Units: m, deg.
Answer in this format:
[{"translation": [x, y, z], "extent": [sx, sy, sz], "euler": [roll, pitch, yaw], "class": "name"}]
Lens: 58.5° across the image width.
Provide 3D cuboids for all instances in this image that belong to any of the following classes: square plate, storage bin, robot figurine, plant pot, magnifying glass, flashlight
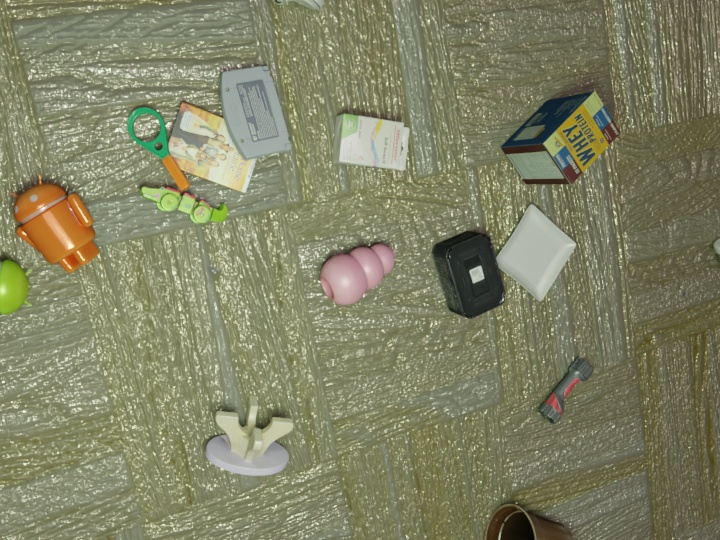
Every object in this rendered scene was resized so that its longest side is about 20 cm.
[{"translation": [0.486, -0.049, 1.797], "extent": [0.199, 0.028, 0.199], "euler": [36, 85, -20], "class": "square plate"}, {"translation": [0.287, 0.010, 1.699], "extent": [0.134, 0.094, 0.202], "euler": [-22, 105, -15], "class": "storage bin"}, {"translation": [-0.639, -0.094, 1.341], "extent": [0.117, 0.143, 0.201], "euler": [-42, 111, -33], "class": "robot figurine"}, {"translation": [0.493, 0.788, 1.834], "extent": [0.197, 0.200, 0.202], "euler": [21, 90, -28], "class": "plant pot"}, {"translation": [-0.777, 0.033, 1.308], "extent": [0.198, 0.116, 0.178], "euler": [2, 92, -20], "class": "robot figurine"}, {"translation": [-0.439, -0.266, 1.414], "extent": [0.079, 0.022, 0.201], "euler": [-32, 91, -1], "class": "magnifying glass"}, {"translation": [0.603, 0.353, 1.874], "extent": [0.200, 0.068, 0.068], "euler": [-46, 135, -10], "class": "flashlight"}]

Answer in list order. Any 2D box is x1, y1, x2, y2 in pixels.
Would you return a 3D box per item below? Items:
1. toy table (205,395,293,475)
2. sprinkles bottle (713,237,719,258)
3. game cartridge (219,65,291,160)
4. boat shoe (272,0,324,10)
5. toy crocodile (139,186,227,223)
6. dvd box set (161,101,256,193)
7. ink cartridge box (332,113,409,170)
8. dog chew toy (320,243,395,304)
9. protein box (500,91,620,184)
[{"translation": [-0.258, 0.396, 1.525], "extent": [0.198, 0.184, 0.118], "euler": [6, 112, -29], "class": "toy table"}, {"translation": [1.186, -0.012, 2.032], "extent": [0.068, 0.068, 0.201], "euler": [-37, 108, -11], "class": "sprinkles bottle"}, {"translation": [-0.246, -0.359, 1.466], "extent": [0.132, 0.041, 0.202], "euler": [-17, 92, -27], "class": "game cartridge"}, {"translation": [-0.180, -0.638, 1.457], "extent": [0.199, 0.072, 0.066], "euler": [26, 93, -20], "class": "boat shoe"}, {"translation": [-0.397, -0.151, 1.447], "extent": [0.198, 0.067, 0.062], "euler": [20, 85, -23], "class": "toy crocodile"}, {"translation": [-0.336, -0.278, 1.470], "extent": [0.198, 0.029, 0.148], "euler": [19, 90, -20], "class": "dvd box set"}, {"translation": [0.037, -0.312, 1.579], "extent": [0.198, 0.067, 0.119], "euler": [3, 96, -20], "class": "ink cartridge box"}, {"translation": [0.000, 0.000, 1.585], "extent": [0.199, 0.124, 0.126], "euler": [-28, 106, -23], "class": "dog chew toy"}, {"translation": [0.517, -0.340, 1.676], "extent": [0.199, 0.200, 0.135], "euler": [-45, 109, -9], "class": "protein box"}]
